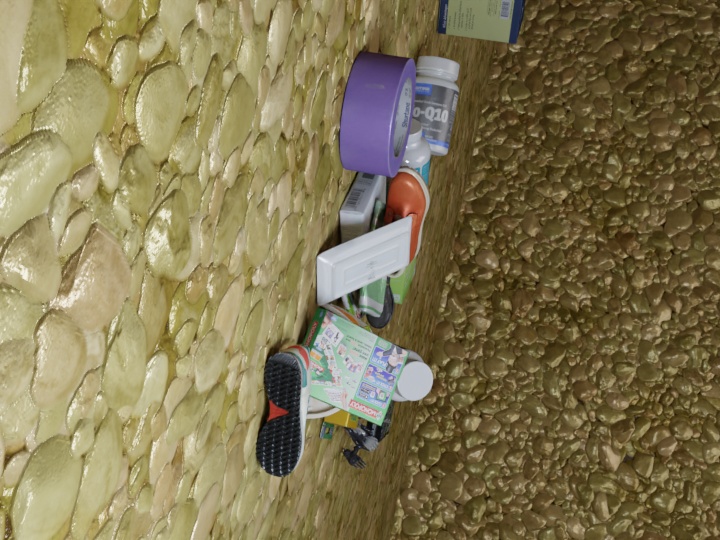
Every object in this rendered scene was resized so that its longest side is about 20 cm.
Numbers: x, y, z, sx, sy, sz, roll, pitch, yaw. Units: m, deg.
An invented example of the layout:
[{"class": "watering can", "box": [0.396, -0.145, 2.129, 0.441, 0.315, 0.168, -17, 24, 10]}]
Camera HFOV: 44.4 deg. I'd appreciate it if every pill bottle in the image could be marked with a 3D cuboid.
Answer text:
[{"class": "pill bottle", "box": [0.071, 0.214, 1.865, 0.200, 0.111, 0.112, 14, -86, 65]}, {"class": "pill bottle", "box": [0.080, -0.196, 1.727, 0.111, 0.111, 0.200, -67, 164, -49]}, {"class": "pill bottle", "box": [0.154, -0.362, 1.943, 0.114, 0.114, 0.200, -5, 105, -79]}]

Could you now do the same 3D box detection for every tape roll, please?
[{"class": "tape roll", "box": [0.031, -0.261, 1.480, 0.200, 0.085, 0.200, 11, 90, -80]}]

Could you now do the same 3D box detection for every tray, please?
[{"class": "tray", "box": [0.013, -0.013, 1.486, 0.200, 0.022, 0.108, -24, 135, -30]}]

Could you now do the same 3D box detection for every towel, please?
[{"class": "towel", "box": [0.033, -0.017, 1.625, 0.153, 0.023, 0.200, 28, 72, -76]}]

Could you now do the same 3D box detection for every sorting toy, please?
[{"class": "sorting toy", "box": [-0.015, 0.165, 1.571, 0.180, 0.107, 0.200, 7, 94, -74]}]

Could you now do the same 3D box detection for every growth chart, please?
[{"class": "growth chart", "box": [0.000, 0.000, 1.663, 0.200, 0.018, 0.145, -63, 143, -45]}]

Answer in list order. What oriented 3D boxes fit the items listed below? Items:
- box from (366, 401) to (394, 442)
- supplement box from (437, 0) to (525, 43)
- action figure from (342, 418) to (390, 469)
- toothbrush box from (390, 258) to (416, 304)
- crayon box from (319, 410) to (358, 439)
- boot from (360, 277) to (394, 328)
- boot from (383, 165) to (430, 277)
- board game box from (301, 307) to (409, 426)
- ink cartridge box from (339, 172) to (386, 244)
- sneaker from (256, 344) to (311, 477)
[{"class": "box", "box": [0.063, 0.350, 2.376, 0.160, 0.044, 0.200, 7, 94, -80]}, {"class": "supplement box", "box": [0.306, -0.689, 2.172, 0.134, 0.199, 0.200, -68, 165, -46]}, {"class": "action figure", "box": [0.010, 0.340, 1.937, 0.119, 0.102, 0.200, -53, 156, -42]}, {"class": "toothbrush box", "box": [0.074, -0.052, 1.918, 0.146, 0.086, 0.200, -62, 159, -58]}, {"class": "crayon box", "box": [-0.026, 0.246, 1.781, 0.126, 0.051, 0.200, 54, 49, -76]}, {"class": "boot", "box": [0.014, 0.059, 1.803, 0.174, 0.069, 0.200, -49, 145, -59]}, {"class": "boot", "box": [0.073, -0.083, 1.570, 0.107, 0.075, 0.200, -56, 152, -50]}, {"class": "board game box", "box": [-0.017, 0.159, 1.431, 0.200, 0.029, 0.135, 30, 78, -38]}, {"class": "ink cartridge box", "box": [0.008, -0.078, 1.626, 0.163, 0.057, 0.200, -67, 166, -45]}, {"class": "sneaker", "box": [-0.100, 0.202, 1.290, 0.093, 0.070, 0.200, -36, 134, -66]}]
